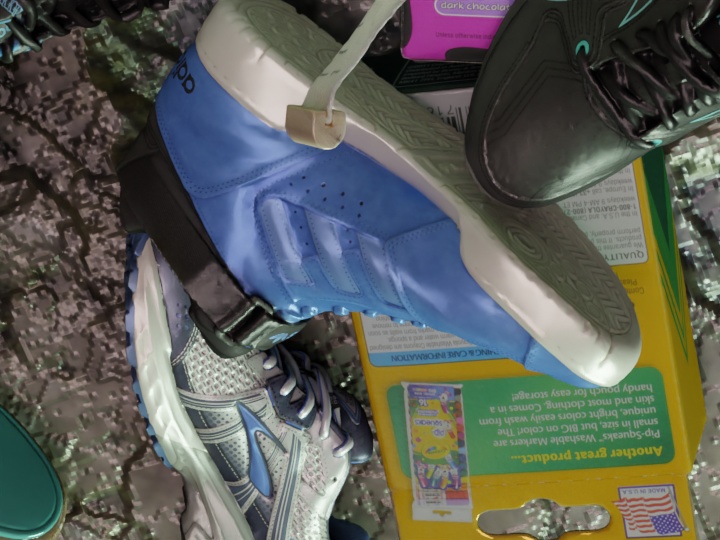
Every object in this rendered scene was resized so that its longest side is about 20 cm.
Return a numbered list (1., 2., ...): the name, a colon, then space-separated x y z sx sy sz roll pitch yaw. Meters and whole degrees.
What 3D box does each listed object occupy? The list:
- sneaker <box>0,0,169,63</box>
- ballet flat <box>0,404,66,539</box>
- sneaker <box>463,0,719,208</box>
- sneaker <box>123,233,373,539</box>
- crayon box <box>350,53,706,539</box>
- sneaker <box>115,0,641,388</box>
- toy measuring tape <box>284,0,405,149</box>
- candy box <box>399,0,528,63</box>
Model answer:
1. sneaker: -0.111 -0.110 1.112 0.199 0.082 0.073 0 146 12
2. ballet flat: -0.212 0.057 1.226 0.200 0.071 0.065 37 140 -6
3. sneaker: 0.110 -0.086 1.015 0.200 0.079 0.075 -40 104 22
4. sneaker: -0.041 0.054 1.197 0.085 0.077 0.201 -14 119 2
5. crayon box: 0.061 0.013 1.162 0.125 0.052 0.201 -5 112 17
6. sneaker: 0.000 0.000 1.098 0.200 0.077 0.111 37 114 0
7. toy measuring tape: 0.056 -0.108 0.992 0.073 0.074 0.200 37 81 -9
8. candy box: 0.083 -0.175 1.055 0.135 0.061 0.201 3 115 6
